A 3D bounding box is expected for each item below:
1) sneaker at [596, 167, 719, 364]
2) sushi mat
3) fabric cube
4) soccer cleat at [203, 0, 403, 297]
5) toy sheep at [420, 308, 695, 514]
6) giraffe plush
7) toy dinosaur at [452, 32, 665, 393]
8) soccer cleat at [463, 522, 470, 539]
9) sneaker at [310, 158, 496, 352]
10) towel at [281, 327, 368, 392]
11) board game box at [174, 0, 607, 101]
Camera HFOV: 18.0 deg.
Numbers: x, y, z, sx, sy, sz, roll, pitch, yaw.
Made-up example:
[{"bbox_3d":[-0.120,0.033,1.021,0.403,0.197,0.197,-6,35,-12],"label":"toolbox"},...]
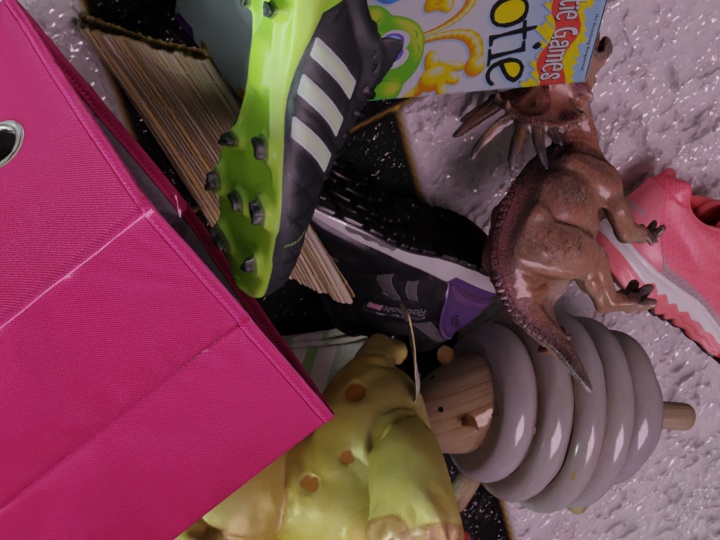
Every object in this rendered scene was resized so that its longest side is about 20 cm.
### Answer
[{"bbox_3d":[0.226,0.002,1.447,0.087,0.074,0.200,-50,134,9],"label":"sneaker"},{"bbox_3d":[-0.074,-0.055,1.198,0.012,0.095,0.200,-54,140,-22],"label":"sushi mat"},{"bbox_3d":[-0.170,0.026,1.126,0.199,0.196,0.200,-37,136,1],"label":"fabric cube"},{"bbox_3d":[-0.023,-0.079,1.074,0.081,0.067,0.201,-7,119,-31],"label":"soccer cleat"},{"bbox_3d":[0.119,0.088,1.410,0.199,0.138,0.139,0,124,-28],"label":"toy sheep"},{"bbox_3d":[-0.033,0.130,1.272,0.161,0.173,0.201,-13,100,-3],"label":"giraffe plush"},{"bbox_3d":[0.104,-0.032,1.296,0.135,0.085,0.201,38,54,-42],"label":"toy dinosaur"},{"bbox_3d":[-0.026,0.161,1.392,0.199,0.085,0.069,14,75,-24],"label":"soccer cleat"},{"bbox_3d":[0.000,0.000,1.304,0.199,0.076,0.088,24,115,-42],"label":"sneaker"},{"bbox_3d":[-0.094,0.098,1.355,0.199,0.023,0.153,-3,126,-33],"label":"towel"},{"bbox_3d":[0.020,-0.157,1.167,0.199,0.105,0.103,-7,127,-27],"label":"board game box"}]
